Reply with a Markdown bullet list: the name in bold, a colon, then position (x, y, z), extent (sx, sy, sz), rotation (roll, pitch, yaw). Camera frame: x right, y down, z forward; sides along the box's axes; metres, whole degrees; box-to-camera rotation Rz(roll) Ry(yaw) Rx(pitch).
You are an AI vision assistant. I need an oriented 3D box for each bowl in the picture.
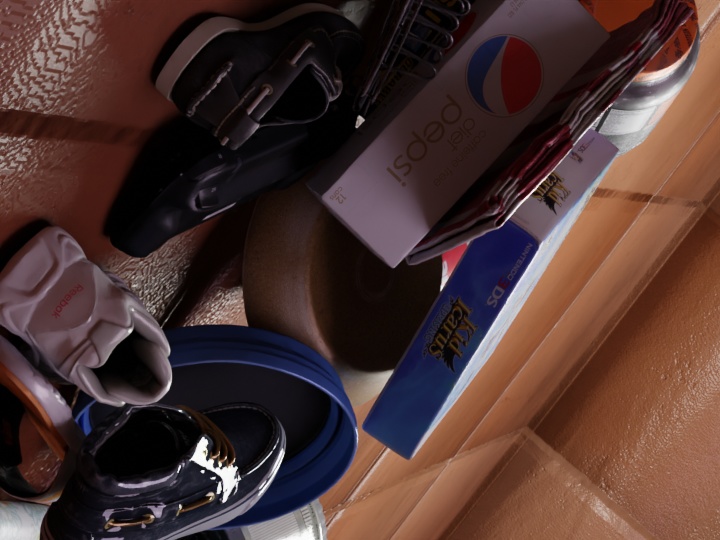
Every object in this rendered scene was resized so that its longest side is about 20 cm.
- **bowl**: position (-0.102, 0.108, 1.246), extent (0.198, 0.040, 0.202), rotation (-4, 140, -4)

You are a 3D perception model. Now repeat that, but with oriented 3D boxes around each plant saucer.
- **plant saucer**: position (0.000, 0.000, 1.283), extent (0.199, 0.035, 0.202), rotation (-5, 97, -47)

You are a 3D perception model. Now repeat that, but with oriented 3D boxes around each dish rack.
- **dish rack**: position (0.052, -0.185, 1.067), extent (0.154, 0.054, 0.201), rotation (115, -4, -46)

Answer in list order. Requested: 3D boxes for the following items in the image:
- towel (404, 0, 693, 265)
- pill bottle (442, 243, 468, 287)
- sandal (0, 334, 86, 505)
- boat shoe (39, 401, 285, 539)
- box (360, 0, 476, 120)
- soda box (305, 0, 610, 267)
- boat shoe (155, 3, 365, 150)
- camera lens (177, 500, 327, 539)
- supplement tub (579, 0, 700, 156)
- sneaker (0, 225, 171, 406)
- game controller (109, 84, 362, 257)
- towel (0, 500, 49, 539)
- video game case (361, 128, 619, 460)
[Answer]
- **towel**: position (0.113, -0.088, 1.143), extent (0.200, 0.023, 0.144), rotation (-48, -173, -21)
- **pill bottle**: position (0.004, 0.007, 1.409), extent (0.200, 0.112, 0.113), rotation (-27, 153, -58)
- **sandal**: position (-0.204, 0.098, 1.087), extent (0.059, 0.079, 0.207), rotation (-42, 159, -13)
- **boat shoe**: position (-0.103, 0.113, 1.104), extent (0.200, 0.071, 0.091), rotation (-29, 155, -48)
- **box**: position (0.077, -0.154, 1.359), extent (0.160, 0.049, 0.200), rotation (-50, 166, 4)
- **soda box**: position (0.060, -0.100, 1.138), extent (0.200, 0.068, 0.064), rotation (-47, -165, 0)
- **boat shoe**: position (-0.044, -0.109, 1.063), extent (0.072, 0.067, 0.200), rotation (-56, 167, 23)
- **camera lens**: position (-0.128, 0.229, 1.464), extent (0.160, 0.160, 0.200), rotation (-54, 165, 15)
- **supplement tub**: position (0.212, -0.176, 1.522), extent (0.123, 0.122, 0.200), rotation (-47, 173, -13)
- **sneaker**: position (-0.149, 0.048, 1.062), extent (0.078, 0.099, 0.200), rotation (-49, 166, -4)
- **game controller**: position (-0.074, -0.064, 1.132), extent (0.104, 0.042, 0.200), rotation (-31, 179, 35)
- **towel**: position (-0.289, 0.236, 1.228), extent (0.200, 0.048, 0.171), rotation (-50, 169, -1)
- **video game case**: position (0.092, 0.011, 1.259), extent (0.201, 0.045, 0.181), rotation (-61, 172, 32)
